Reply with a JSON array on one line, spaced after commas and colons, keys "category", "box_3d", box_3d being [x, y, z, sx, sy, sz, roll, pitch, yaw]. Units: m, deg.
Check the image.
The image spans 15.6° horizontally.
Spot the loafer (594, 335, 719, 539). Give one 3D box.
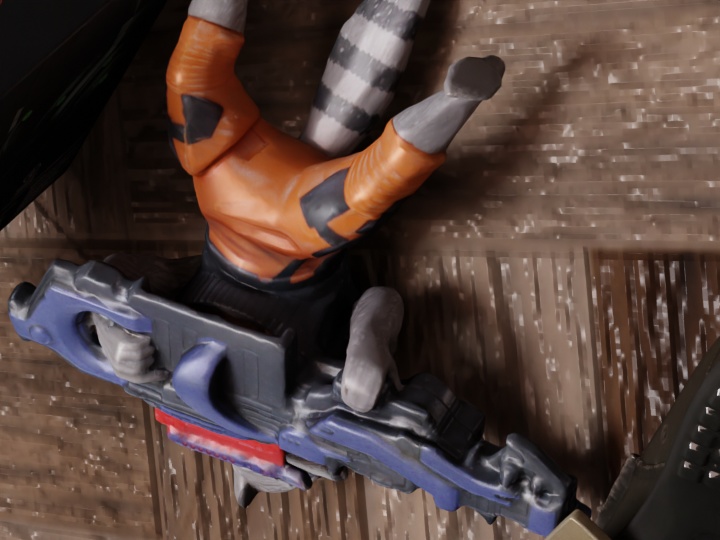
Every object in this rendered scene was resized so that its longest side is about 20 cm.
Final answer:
[{"category": "loafer", "box_3d": [0.107, 0.070, 0.732, 0.073, 0.071, 0.200, 31, 138, 3]}]

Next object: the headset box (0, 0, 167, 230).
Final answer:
[{"category": "headset box", "box_3d": [-0.153, -0.058, 0.849, 0.093, 0.174, 0.200, 43, 147, 1]}]

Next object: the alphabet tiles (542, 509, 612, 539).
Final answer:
[{"category": "alphabet tiles", "box_3d": [0.089, 0.156, 0.747, 0.166, 0.006, 0.200, 44, 139, 4]}]

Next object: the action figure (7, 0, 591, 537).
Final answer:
[{"category": "action figure", "box_3d": [0.000, 0.000, 0.827, 0.199, 0.105, 0.194, 26, 127, 13]}]
